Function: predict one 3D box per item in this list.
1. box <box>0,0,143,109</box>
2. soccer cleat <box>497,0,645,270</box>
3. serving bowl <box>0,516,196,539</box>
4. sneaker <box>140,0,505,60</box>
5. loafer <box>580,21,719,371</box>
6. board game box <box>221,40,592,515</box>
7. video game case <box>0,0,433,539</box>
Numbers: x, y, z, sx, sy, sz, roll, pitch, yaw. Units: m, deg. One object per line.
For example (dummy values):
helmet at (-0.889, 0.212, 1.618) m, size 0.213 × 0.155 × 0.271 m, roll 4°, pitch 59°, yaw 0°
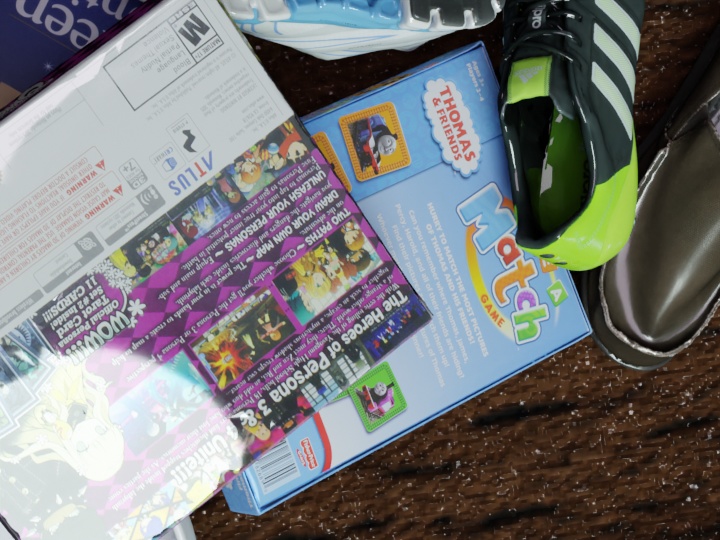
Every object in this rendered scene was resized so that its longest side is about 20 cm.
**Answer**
box at (-0.146, -0.113, 0.912) m, size 0.121 × 0.032 × 0.201 m, roll 29°, pitch 70°, yaw -16°
soccer cleat at (0.093, -0.101, 0.941) m, size 0.067 × 0.081 × 0.202 m, roll -6°, pitch 85°, yaw 28°
serving bowl at (-0.163, 0.137, 0.950) m, size 0.198 × 0.066 × 0.202 m, roll 2°, pitch 101°, yaw 12°
sneaker at (-0.038, -0.127, 0.922) m, size 0.199 × 0.087 × 0.076 m, roll 8°, pitch 69°, yaw -25°
loafer at (0.166, -0.046, 0.972) m, size 0.073 × 0.071 × 0.201 m, roll 24°, pitch 93°, yaw -7°
board game box at (0.000, 0.000, 0.939) m, size 0.199 × 0.037 × 0.152 m, roll -25°, pitch 98°, yaw -27°
video game case at (-0.096, 0.008, 0.844) m, size 0.200 × 0.036 × 0.182 m, roll -39°, pitch 107°, yaw -10°
